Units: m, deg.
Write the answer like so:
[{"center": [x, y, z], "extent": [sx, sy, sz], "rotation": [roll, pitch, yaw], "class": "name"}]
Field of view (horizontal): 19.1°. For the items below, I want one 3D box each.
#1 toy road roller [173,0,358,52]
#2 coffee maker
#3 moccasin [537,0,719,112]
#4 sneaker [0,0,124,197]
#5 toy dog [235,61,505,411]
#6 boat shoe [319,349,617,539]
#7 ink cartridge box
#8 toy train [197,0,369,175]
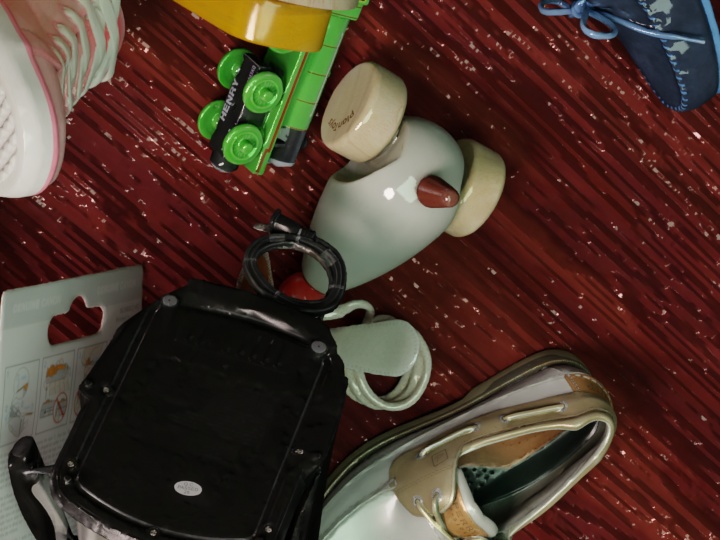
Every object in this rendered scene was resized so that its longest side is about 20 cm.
[{"center": [-0.091, -0.184, 0.942], "extent": [0.145, 0.200, 0.124], "rotation": [2, 111, -38], "class": "toy road roller"}, {"center": [-0.066, 0.115, 1.025], "extent": [0.192, 0.134, 0.200], "rotation": [-40, 156, -33], "class": "coffee maker"}, {"center": [0.111, -0.162, 1.072], "extent": [0.068, 0.080, 0.201], "rotation": [-35, 102, -16], "class": "moccasin"}, {"center": [-0.142, -0.101, 0.962], "extent": [0.104, 0.200, 0.076], "rotation": [-3, 121, -27], "class": "sneaker"}, {"center": [0.000, 0.000, 1.080], "extent": [0.131, 0.096, 0.201], "rotation": [10, 110, -16], "class": "toy dog"}, {"center": [0.048, 0.118, 1.155], "extent": [0.200, 0.068, 0.075], "rotation": [-38, 114, 1], "class": "boat shoe"}, {"center": [-0.167, 0.098, 1.052], "extent": [0.047, 0.160, 0.201], "rotation": [9, 98, 17], "class": "ink cartridge box"}, {"center": [-0.023, -0.137, 1.059], "extent": [0.056, 0.042, 0.201], "rotation": [8, 113, -37], "class": "toy train"}]
